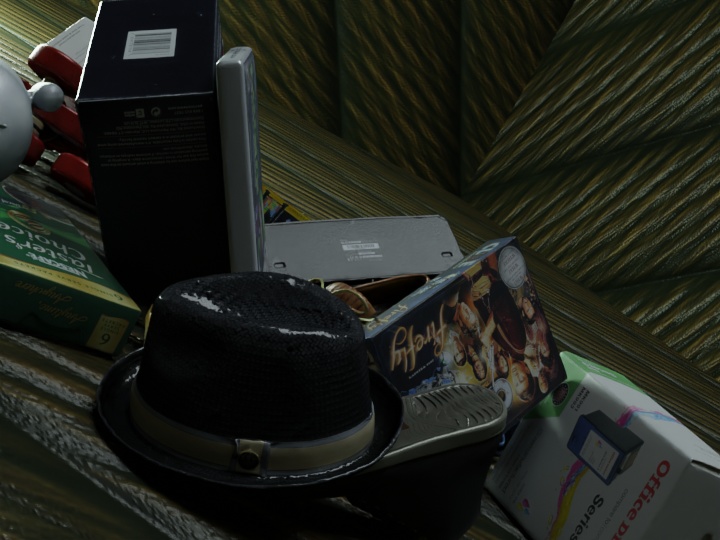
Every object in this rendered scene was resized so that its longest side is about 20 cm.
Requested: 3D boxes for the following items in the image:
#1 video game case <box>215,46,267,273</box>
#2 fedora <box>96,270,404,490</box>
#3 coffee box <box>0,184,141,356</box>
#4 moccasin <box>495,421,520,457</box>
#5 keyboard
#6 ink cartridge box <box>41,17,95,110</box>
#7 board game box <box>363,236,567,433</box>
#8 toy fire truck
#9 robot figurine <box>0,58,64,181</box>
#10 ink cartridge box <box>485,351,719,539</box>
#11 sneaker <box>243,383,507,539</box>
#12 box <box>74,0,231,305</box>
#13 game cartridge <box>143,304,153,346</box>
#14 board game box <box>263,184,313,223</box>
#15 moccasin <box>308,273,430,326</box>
[{"bbox_3d":[-0.090,-0.069,0.998,0.023,0.201,0.182,-4,13,-2],"label":"video game case"},{"bbox_3d":[-0.067,0.056,0.818,0.199,0.092,0.201,6,25,-3],"label":"fedora"},{"bbox_3d":[-0.254,-0.012,0.962,0.123,0.044,0.200,23,12,-37],"label":"coffee box"},{"bbox_3d":[0.121,0.124,1.172,0.068,0.081,0.200,37,-7,17],"label":"moccasin"},{"bbox_3d":[0.000,0.000,1.161,0.199,0.040,0.104,-4,50,-20],"label":"keyboard"},{"bbox_3d":[-0.263,-0.173,1.455,0.200,0.083,0.147,33,-31,21],"label":"ink cartridge box"},{"bbox_3d":[0.082,0.073,1.033,0.035,0.136,0.200,-9,17,46],"label":"board game box"},{"bbox_3d":[-0.304,-0.138,1.349,0.199,0.112,0.168,31,-15,0],"label":"toy fire truck"},{"bbox_3d":[-0.336,-0.130,1.084,0.200,0.169,0.113,-139,-149,-71],"label":"robot figurine"},{"bbox_3d":[0.211,0.180,1.069,0.087,0.146,0.200,24,11,-31],"label":"ink cartridge box"},{"bbox_3d":[0.008,0.150,0.876,0.199,0.107,0.075,-7,29,-22],"label":"sneaker"},{"bbox_3d":[-0.158,-0.103,1.043,0.103,0.183,0.200,-4,34,-3],"label":"box"},{"bbox_3d":[-0.075,0.095,0.995,0.199,0.033,0.176,26,10,-15],"label":"game cartridge"},{"bbox_3d":[-0.043,-0.001,1.363,0.165,0.057,0.200,38,-5,32],"label":"board game box"},{"bbox_3d":[-0.015,0.039,1.042,0.201,0.078,0.074,-7,30,-38],"label":"moccasin"}]
